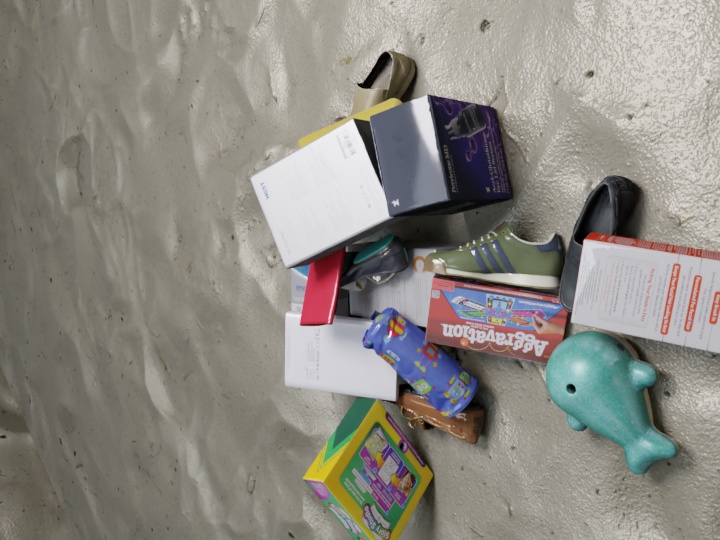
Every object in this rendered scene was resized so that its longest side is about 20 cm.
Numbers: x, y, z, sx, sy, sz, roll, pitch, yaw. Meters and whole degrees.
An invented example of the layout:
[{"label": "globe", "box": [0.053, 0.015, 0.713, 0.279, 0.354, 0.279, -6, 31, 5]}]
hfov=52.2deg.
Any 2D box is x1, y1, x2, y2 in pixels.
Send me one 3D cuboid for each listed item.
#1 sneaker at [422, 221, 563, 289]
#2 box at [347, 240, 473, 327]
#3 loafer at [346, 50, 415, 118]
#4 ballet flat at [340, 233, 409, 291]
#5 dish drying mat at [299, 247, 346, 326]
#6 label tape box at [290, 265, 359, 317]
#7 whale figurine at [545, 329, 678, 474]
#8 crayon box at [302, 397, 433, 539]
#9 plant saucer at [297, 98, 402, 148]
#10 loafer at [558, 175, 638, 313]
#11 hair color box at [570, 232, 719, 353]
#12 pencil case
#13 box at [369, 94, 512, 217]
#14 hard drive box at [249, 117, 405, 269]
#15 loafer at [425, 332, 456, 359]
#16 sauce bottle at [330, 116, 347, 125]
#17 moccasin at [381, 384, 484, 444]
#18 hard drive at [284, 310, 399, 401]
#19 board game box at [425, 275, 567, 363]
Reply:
[{"label": "sneaker", "box": [0.196, -0.028, 1.072, 0.199, 0.067, 0.090, 8, 92, 12]}, {"label": "box", "box": [0.081, 0.017, 1.218, 0.200, 0.097, 0.125, 6, 101, 46]}, {"label": "loafer", "box": [0.016, -0.274, 1.204, 0.076, 0.067, 0.201, 24, 87, 39]}, {"label": "ballet flat", "box": [0.000, 0.000, 1.183, 0.200, 0.073, 0.073, -20, 83, 41]}, {"label": "dish drying mat", "box": [-0.053, -0.010, 1.175, 0.077, 0.018, 0.201, -6, 69, 44]}, {"label": "label tape box", "box": [-0.059, 0.044, 1.331, 0.066, 0.143, 0.201, 8, 103, 31]}, {"label": "whale figurine", "box": [0.328, 0.177, 0.980, 0.159, 0.104, 0.200, -47, 64, 40]}, {"label": "crayon box", "box": [0.018, 0.345, 1.230, 0.058, 0.173, 0.200, -6, 126, 47]}, {"label": "plant saucer", "box": [0.020, -0.150, 1.178, 0.199, 0.049, 0.200, -17, 122, 30]}, {"label": "loafer", "box": [0.307, -0.032, 0.986, 0.068, 0.070, 0.201, 34, 119, 39]}, {"label": "hair color box", "box": [0.369, 0.026, 0.894, 0.199, 0.064, 0.111, 12, 107, 25]}, {"label": "pencil case", "box": [0.089, 0.144, 1.153, 0.200, 0.078, 0.087, 41, 132, -5]}, {"label": "box", "box": [0.120, -0.160, 1.061, 0.104, 0.200, 0.149, -13, 89, 36]}, {"label": "hard drive box", "box": [-0.047, -0.113, 1.105, 0.199, 0.077, 0.156, -24, 86, 26]}, {"label": "loafer", "box": [0.076, 0.133, 1.270, 0.199, 0.075, 0.070, -10, 85, 38]}, {"label": "sauce bottle", "box": [0.028, -0.215, 1.256, 0.200, 0.065, 0.065, 25, 115, 42]}, {"label": "moccasin", "box": [0.117, 0.242, 1.245, 0.201, 0.074, 0.078, 12, 98, 35]}, {"label": "hard drive", "box": [-0.031, 0.144, 1.247, 0.199, 0.025, 0.133, 5, 101, 17]}, {"label": "board game box", "box": [0.200, 0.073, 1.087, 0.199, 0.019, 0.103, 9, 107, 13]}]
